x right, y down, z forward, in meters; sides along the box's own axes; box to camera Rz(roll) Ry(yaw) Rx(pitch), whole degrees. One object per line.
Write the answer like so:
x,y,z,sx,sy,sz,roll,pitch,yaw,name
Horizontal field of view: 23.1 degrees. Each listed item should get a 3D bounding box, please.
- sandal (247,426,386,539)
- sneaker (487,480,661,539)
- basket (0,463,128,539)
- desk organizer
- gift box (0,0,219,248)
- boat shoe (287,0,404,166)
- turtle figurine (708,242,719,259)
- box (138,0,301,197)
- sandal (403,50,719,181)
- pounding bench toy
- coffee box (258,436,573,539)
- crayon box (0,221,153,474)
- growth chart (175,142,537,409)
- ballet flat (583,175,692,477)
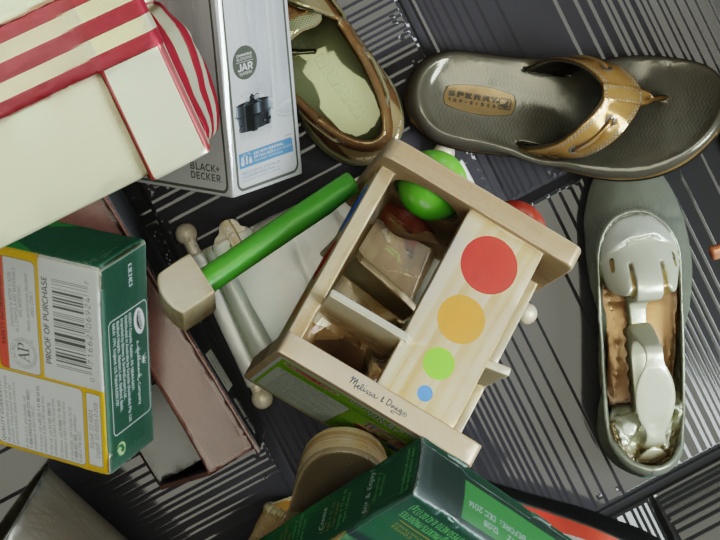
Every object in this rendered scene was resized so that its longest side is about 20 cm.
-0.028,0.159,1.076,0.077,0.070,0.213,16,129,-7,sandal
0.100,0.196,1.091,0.200,0.067,0.109,17,94,0,sneaker
-0.153,0.241,1.051,0.199,0.136,0.181,34,107,-8,basket
-0.142,0.038,1.068,0.077,0.072,0.201,-31,94,2,desk organizer
-0.188,-0.121,0.909,0.186,0.200,0.186,-26,110,-8,gift box
-0.043,-0.149,1.058,0.076,0.074,0.200,-43,94,0,boat shoe
0.256,-0.089,1.031,0.064,0.161,0.200,43,91,-4,turtle figurine
-0.100,-0.151,1.012,0.060,0.116,0.202,-23,114,-44,box
0.126,-0.104,1.072,0.198,0.055,0.083,8,77,0,sandal
0.000,0.000,1.014,0.199,0.124,0.157,30,76,-5,pounding bench toy
0.012,0.179,0.999,0.123,0.044,0.200,36,131,-23,coffee box
-0.216,0.030,1.017,0.198,0.052,0.127,12,115,24,crayon box
0.000,0.008,1.098,0.198,0.018,0.146,-20,95,-1,growth chart
0.176,0.028,1.084,0.067,0.064,0.202,-3,93,-2,ballet flat
